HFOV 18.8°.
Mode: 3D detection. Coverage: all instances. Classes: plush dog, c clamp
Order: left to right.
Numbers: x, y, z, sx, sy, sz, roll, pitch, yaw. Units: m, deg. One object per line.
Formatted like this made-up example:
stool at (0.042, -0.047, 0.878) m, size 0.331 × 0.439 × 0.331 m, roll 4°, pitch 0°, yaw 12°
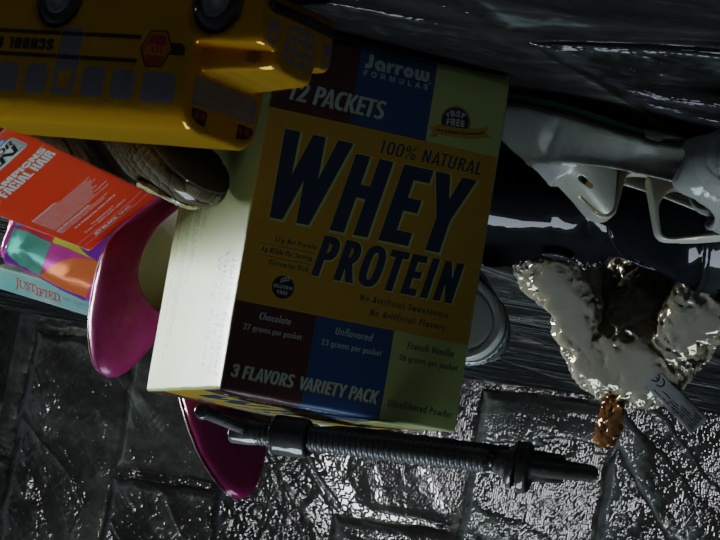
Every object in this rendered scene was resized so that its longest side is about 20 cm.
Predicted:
c clamp at (0.026, 0.099, 1.166) m, size 0.199 × 0.027 × 0.171 m, roll 6°, pitch 174°, yaw 11°
plush dog at (0.225, 0.041, 1.727) m, size 0.199 × 0.161 × 0.172 m, roll 10°, pitch -159°, yaw 17°

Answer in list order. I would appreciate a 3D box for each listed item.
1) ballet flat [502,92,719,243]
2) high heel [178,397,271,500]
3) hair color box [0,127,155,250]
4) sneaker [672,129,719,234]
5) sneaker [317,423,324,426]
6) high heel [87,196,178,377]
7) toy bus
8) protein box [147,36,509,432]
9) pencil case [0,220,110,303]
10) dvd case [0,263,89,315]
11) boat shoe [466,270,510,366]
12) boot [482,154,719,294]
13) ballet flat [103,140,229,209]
ballet flat at (0.159, -0.052, 1.238) m, size 0.199 × 0.064 × 0.067 m, roll 12°, pitch 174°, yaw -7°
high heel at (-0.062, 0.049, 1.368) m, size 0.096 × 0.201 × 0.067 m, roll -30°, pitch 135°, yaw 21°
hair color box at (-0.211, -0.087, 1.312) m, size 0.111 × 0.064 × 0.200 m, roll 55°, pitch -169°, yaw 18°
sneaker at (0.232, -0.039, 1.184) m, size 0.091 × 0.076 × 0.200 m, roll 1°, pitch 162°, yaw 29°
sneaker at (0.000, 0.000, 1.385) m, size 0.070 × 0.201 × 0.073 m, roll -3°, pitch 168°, yaw 25°
high heel at (-0.101, -0.017, 1.392) m, size 0.096 × 0.201 × 0.067 m, roll 12°, pitch 155°, yaw 40°
toy bus at (-0.112, -0.108, 1.123) m, size 0.199 × 0.079 × 0.065 m, roll 6°, pitch 173°, yaw 35°
protein box at (-0.023, -0.016, 1.246) m, size 0.134 × 0.200 × 0.200 m, roll 11°, pitch 173°, yaw -16°
pencil case at (-0.144, -0.007, 1.496) m, size 0.199 × 0.089 × 0.088 m, roll 22°, pitch 173°, yaw -4°
dvd case at (-0.154, -0.002, 1.639) m, size 0.145 × 0.022 × 0.200 m, roll 15°, pitch -160°, yaw 33°
boat shoe at (0.028, -0.011, 1.454) m, size 0.200 × 0.073 × 0.062 m, roll 47°, pitch -174°, yaw 24°
boot at (0.145, -0.032, 1.379) m, size 0.167 × 0.077 × 0.200 m, roll 7°, pitch 180°, yaw 2°
ballet flat at (-0.132, -0.077, 1.226) m, size 0.067 × 0.046 × 0.200 m, roll 28°, pitch -169°, yaw -40°
